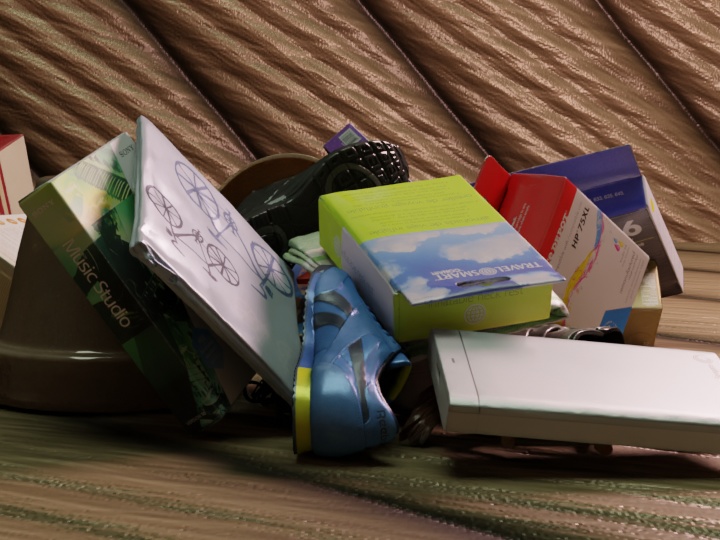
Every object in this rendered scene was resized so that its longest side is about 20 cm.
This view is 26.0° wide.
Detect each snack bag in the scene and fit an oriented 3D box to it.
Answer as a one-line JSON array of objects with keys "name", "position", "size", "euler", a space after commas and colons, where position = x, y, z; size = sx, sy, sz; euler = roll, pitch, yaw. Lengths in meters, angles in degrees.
[{"name": "snack bag", "position": [-0.103, -0.002, 1.127], "size": [0.021, 0.189, 0.200], "euler": [-35, 29, 14]}]

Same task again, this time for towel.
[{"name": "towel", "position": [0.047, 0.006, 1.200], "size": [0.152, 0.023, 0.200], "euler": [-14, 29, -26]}]

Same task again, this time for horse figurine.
[{"name": "horse figurine", "position": [0.126, 0.092, 1.086], "size": [0.199, 0.050, 0.133], "euler": [4, 12, -2]}]

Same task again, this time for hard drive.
[{"name": "hard drive", "position": [0.149, 0.078, 1.019], "size": [0.199, 0.027, 0.132], "euler": [6, 18, -4]}]

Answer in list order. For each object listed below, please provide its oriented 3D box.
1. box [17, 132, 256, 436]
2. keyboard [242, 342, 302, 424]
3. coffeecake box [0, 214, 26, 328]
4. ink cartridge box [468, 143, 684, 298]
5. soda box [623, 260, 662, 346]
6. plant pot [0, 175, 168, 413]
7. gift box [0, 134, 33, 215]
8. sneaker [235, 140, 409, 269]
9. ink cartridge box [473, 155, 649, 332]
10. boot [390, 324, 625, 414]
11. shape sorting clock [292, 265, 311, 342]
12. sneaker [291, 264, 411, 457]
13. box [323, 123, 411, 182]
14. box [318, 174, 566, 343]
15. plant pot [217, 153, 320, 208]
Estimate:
[{"name": "box", "position": [-0.145, 0.005, 1.114], "size": [0.036, 0.200, 0.144], "euler": [-34, 8, 21]}, {"name": "keyboard", "position": [-0.030, 0.091, 1.195], "size": [0.104, 0.040, 0.200], "euler": [9, 14, 4]}, {"name": "coffeecake box", "position": [-0.277, 0.015, 1.442], "size": [0.153, 0.073, 0.200], "euler": [33, 17, 21]}, {"name": "ink cartridge box", "position": [0.206, -0.026, 1.569], "size": [0.197, 0.047, 0.200], "euler": [-14, -40, 20]}, {"name": "soda box", "position": [0.197, 0.033, 1.558], "size": [0.199, 0.064, 0.068], "euler": [2, -39, 1]}, {"name": "plant pot", "position": [-0.202, 0.012, 1.238], "size": [0.199, 0.175, 0.200], "euler": [0, 5, 0]}, {"name": "gift box", "position": [-0.408, -0.027, 1.557], "size": [0.184, 0.187, 0.200], "euler": [1, 20, 20]}, {"name": "sneaker", "position": [-0.051, -0.054, 1.299], "size": [0.200, 0.076, 0.091], "euler": [-29, 22, -20]}, {"name": "ink cartridge box", "position": [0.173, -0.009, 1.422], "size": [0.067, 0.117, 0.200], "euler": [7, -21, 44]}, {"name": "boot", "position": [0.111, 0.062, 1.175], "size": [0.130, 0.068, 0.200], "euler": [-12, -6, 36]}, {"name": "shape sorting clock", "position": [0.000, 0.000, 1.281], "size": [0.199, 0.039, 0.200], "euler": [-9, 34, 6]}, {"name": "sneaker", "position": [-0.004, 0.060, 1.071], "size": [0.078, 0.066, 0.200], "euler": [-3, 29, 2]}, {"name": "box", "position": [0.053, -0.042, 1.502], "size": [0.200, 0.039, 0.137], "euler": [47, -4, 42]}, {"name": "box", "position": [0.056, -0.008, 1.148], "size": [0.121, 0.048, 0.200], "euler": [-9, 28, -17]}, {"name": "plant pot", "position": [-0.038, -0.002, 1.547], "size": [0.186, 0.187, 0.200], "euler": [3, -9, 24]}]
